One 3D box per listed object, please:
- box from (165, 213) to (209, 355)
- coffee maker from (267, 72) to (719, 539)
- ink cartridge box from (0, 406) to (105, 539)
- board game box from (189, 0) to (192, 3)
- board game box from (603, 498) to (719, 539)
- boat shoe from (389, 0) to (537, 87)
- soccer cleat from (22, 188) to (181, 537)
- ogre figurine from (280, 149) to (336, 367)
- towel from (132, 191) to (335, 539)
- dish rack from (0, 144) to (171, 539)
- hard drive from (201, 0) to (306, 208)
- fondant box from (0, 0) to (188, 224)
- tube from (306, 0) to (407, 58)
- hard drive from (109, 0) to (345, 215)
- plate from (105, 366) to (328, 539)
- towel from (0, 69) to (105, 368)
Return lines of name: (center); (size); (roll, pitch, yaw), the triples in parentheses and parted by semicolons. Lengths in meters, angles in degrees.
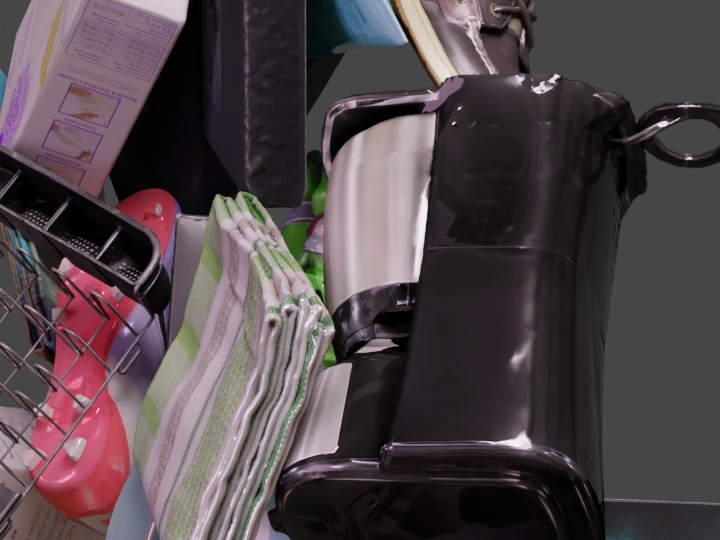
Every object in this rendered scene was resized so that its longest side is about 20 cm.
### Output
box: (-0.080, 0.081, 1.366); (0.200, 0.047, 0.195); (105, 170, -83)
coffee maker: (0.063, 0.023, 1.112); (0.191, 0.135, 0.201); (-19, 48, 31)
ink cartridge box: (-0.195, 0.140, 1.463); (0.068, 0.199, 0.116); (49, 121, 46)
board game box: (-0.105, -0.235, 1.505); (0.201, 0.039, 0.158); (-64, 26, 8)
board game box: (0.112, 0.161, 1.097); (0.199, 0.028, 0.136); (-1, 61, 34)
boat shoe: (0.053, -0.128, 1.288); (0.065, 0.073, 0.201); (-32, 57, 7)
soccer cleat: (-0.129, 0.048, 1.416); (0.066, 0.077, 0.201); (-11, 49, 28)
ogre figurine: (0.000, 0.000, 1.315); (0.199, 0.098, 0.121); (15, 84, 43)
towel: (-0.065, 0.054, 1.141); (0.200, 0.031, 0.150); (-127, 57, -70)
dish rack: (-0.200, 0.044, 1.350); (0.153, 0.055, 0.200); (28, 74, 31)
hard drive: (-0.055, -0.117, 1.317); (0.200, 0.033, 0.141); (-127, 36, -76)
fondant box: (-0.144, -0.131, 1.420); (0.200, 0.058, 0.145); (122, 159, -47)
tube: (-0.012, -0.137, 1.287); (0.078, 0.050, 0.200); (54, 175, -5)
hard drive: (-0.086, -0.106, 1.497); (0.200, 0.042, 0.135); (-52, 45, 34)
plate: (-0.038, 0.143, 1.216); (0.199, 0.026, 0.202); (-4, 81, 24)
towel: (-0.170, -0.014, 1.526); (0.022, 0.147, 0.201); (-25, 60, 13)
